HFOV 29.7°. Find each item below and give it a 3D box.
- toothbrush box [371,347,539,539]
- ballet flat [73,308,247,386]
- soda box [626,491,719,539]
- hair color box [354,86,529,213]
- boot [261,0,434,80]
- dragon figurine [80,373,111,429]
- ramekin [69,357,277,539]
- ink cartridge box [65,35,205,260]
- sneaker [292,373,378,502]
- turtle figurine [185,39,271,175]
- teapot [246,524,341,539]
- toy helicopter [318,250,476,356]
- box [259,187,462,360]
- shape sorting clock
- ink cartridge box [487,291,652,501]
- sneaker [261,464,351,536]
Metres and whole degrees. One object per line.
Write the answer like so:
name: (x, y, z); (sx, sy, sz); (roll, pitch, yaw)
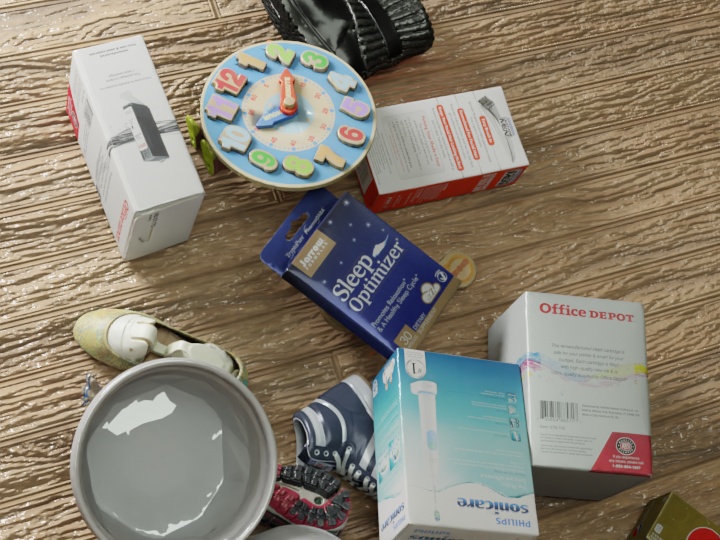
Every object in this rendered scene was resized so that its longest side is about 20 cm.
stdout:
toothbrush box: (0.096, 0.195, 1.426); (0.146, 0.085, 0.201); (8, 55, -18)
ballet flat: (-0.213, 0.085, 1.470); (0.199, 0.071, 0.071); (23, 66, -5)
soda box: (0.405, 0.342, 1.543); (0.200, 0.064, 0.068); (37, 65, 0)
hair color box: (0.091, -0.146, 1.640); (0.199, 0.064, 0.111); (-12, 73, -18)
boot: (-0.023, -0.326, 1.664); (0.158, 0.079, 0.212); (-35, 93, -17)
dragon figurine: (-0.249, 0.204, 1.419); (0.059, 0.099, 0.201); (-9, 92, -20)
ramekin: (-0.189, 0.186, 1.330); (0.199, 0.105, 0.201); (1, 86, -20)
ink cartridge box: (-0.251, -0.132, 1.496); (0.083, 0.144, 0.201); (-17, 76, -20)
sneaker: (0.002, 0.220, 1.475); (0.108, 0.070, 0.200); (-25, 73, -25)
turtle figurine: (-0.119, -0.176, 1.594); (0.161, 0.064, 0.201); (-20, 63, -16)
teapot: (-0.068, 0.329, 1.377); (0.200, 0.197, 0.146); (57, 22, -24)
toy helicopter: (0.046, 0.024, 1.559); (0.199, 0.079, 0.133); (-12, 75, -22)
box: (0.000, 0.000, 1.491); (0.200, 0.032, 0.121); (37, 66, -2)
shape sorting clock: (-0.081, -0.178, 1.529); (0.199, 0.039, 0.201); (2, 60, -4)
ink cartridge box: (0.230, 0.142, 1.525); (0.145, 0.145, 0.201); (7, 69, -12)
sneaker: (-0.109, 0.234, 1.444); (0.199, 0.075, 0.081); (27, 55, 10)
